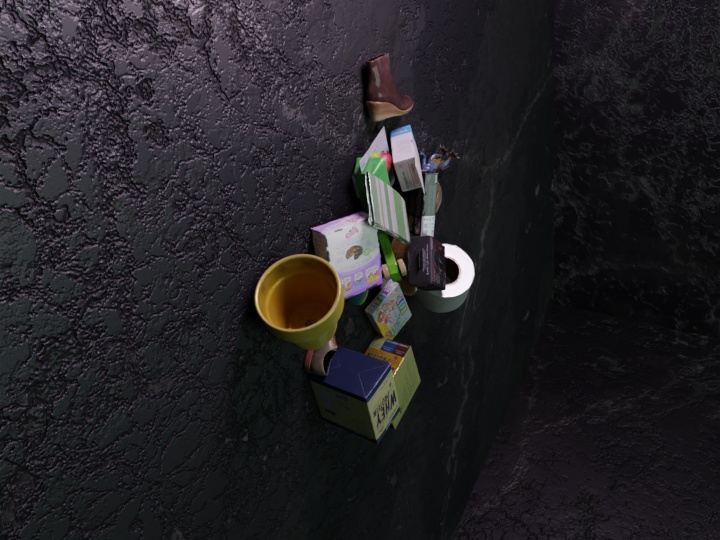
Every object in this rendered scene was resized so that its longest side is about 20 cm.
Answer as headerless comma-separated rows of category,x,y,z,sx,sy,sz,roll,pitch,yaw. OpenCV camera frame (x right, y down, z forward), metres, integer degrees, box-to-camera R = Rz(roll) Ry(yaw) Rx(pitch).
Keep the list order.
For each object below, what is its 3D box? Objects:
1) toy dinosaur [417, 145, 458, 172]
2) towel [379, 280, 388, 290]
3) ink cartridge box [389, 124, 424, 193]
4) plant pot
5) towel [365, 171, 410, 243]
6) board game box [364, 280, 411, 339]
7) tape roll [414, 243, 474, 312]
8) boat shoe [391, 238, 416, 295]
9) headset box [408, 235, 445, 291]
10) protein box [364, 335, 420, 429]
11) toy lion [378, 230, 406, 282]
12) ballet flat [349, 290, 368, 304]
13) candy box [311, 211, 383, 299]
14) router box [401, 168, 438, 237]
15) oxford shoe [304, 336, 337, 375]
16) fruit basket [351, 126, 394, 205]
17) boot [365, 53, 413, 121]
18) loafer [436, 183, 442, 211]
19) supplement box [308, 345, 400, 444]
toy dinosaur,0.251,-0.341,1.864,0.182,0.105,0.200,-46,154,-11
towel,0.128,-0.009,1.824,0.152,0.023,0.201,38,69,-56
ink cartridge box,0.136,-0.316,1.611,0.115,0.068,0.201,64,17,-45
plant pot,-0.131,0.094,1.304,0.201,0.200,0.189,-61,160,-25
towel,0.074,-0.162,1.484,0.200,0.023,0.153,21,59,-55
board game box,0.093,0.137,1.781,0.135,0.034,0.200,-49,144,-17
tape roll,0.282,0.028,1.894,0.139,0.202,0.203,90,26,-63
boat shoe,0.144,-0.023,1.751,0.069,0.070,0.201,-45,129,-56
headset box,0.206,-0.020,1.709,0.200,0.075,0.149,22,67,-65
protein box,0.079,0.361,1.780,0.200,0.134,0.199,-55,143,-33
toy lion,0.079,-0.060,1.608,0.192,0.068,0.201,58,15,-78
ballet flat,0.000,0.000,1.594,0.067,0.067,0.201,-40,132,-58
candy box,-0.032,-0.037,1.463,0.167,0.071,0.201,-22,118,-30
router box,0.182,-0.216,1.730,0.051,0.149,0.201,-4,108,-22
oxford shoe,-0.087,0.190,1.505,0.070,0.075,0.201,24,80,-58
fruit basket,0.046,-0.282,1.568,0.200,0.093,0.186,-69,152,-44
boot,0.085,-0.518,1.534,0.200,0.072,0.167,-35,132,-44
loafer,0.224,-0.213,1.868,0.067,0.076,0.201,10,92,-65
supplement box,-0.015,0.349,1.560,0.134,0.199,0.200,-47,139,-38
